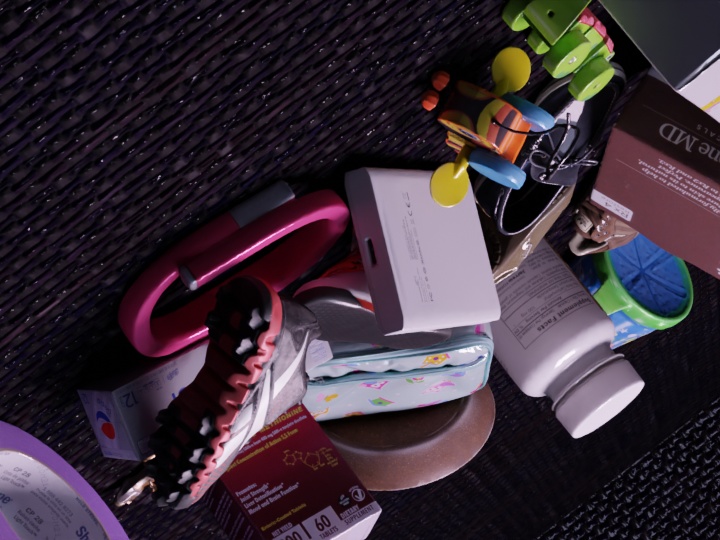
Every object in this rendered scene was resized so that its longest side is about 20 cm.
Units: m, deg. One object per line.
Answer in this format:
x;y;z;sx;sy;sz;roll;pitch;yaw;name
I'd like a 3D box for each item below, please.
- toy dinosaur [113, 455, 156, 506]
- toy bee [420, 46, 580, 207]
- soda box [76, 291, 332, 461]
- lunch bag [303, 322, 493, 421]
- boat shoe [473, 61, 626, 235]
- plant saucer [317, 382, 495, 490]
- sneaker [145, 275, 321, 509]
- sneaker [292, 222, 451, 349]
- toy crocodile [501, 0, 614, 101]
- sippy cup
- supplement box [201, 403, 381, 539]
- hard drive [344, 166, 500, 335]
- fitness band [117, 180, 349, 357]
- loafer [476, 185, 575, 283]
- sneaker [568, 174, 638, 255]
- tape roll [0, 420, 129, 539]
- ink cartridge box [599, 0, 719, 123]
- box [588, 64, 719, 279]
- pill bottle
-0.137;0.169;1.855;0.200;0.060;0.106;-12;162;-1;toy dinosaur
0.098;-0.122;1.559;0.131;0.109;0.200;-64;-172;-25;toy bee
-0.125;0.084;1.626;0.200;0.064;0.068;-27;-167;-31;soda box
0.017;0.075;1.788;0.200;0.077;0.160;-9;161;-6;lunch bag
0.169;-0.105;1.739;0.075;0.062;0.200;10;137;-33;boat shoe
0.026;0.124;1.883;0.200;0.200;0.035;-29;134;-25;plant saucer
-0.093;0.100;1.540;0.098;0.071;0.201;12;110;-44;sneaker
0.000;0.000;1.644;0.067;0.108;0.201;-22;160;31;sneaker
0.163;-0.182;1.544;0.062;0.068;0.200;-41;162;9;toy crocodile
0.275;0.027;2.213;0.178;0.140;0.130;12;144;-36;sippy cup
-0.086;0.163;1.710;0.109;0.200;0.061;-28;159;-29;supplement box
0.054;-0.017;1.642;0.026;0.132;0.200;-15;175;25;hard drive
-0.096;-0.002;1.550;0.200;0.037;0.144;-31;162;-17;fitness band
0.125;-0.027;1.849;0.200;0.076;0.067;-39;157;6;loafer
0.255;-0.062;2.025;0.076;0.070;0.200;-33;162;-10;sneaker
-0.252;0.207;1.500;0.066;0.200;0.200;-41;162;13;tape roll
0.277;-0.220;1.540;0.146;0.147;0.200;-41;162;14;ink cartridge box
0.326;-0.126;1.747;0.200;0.166;0.164;-56;169;-20;box
0.186;0.061;1.983;0.114;0.200;0.114;-33;162;-12;pill bottle
